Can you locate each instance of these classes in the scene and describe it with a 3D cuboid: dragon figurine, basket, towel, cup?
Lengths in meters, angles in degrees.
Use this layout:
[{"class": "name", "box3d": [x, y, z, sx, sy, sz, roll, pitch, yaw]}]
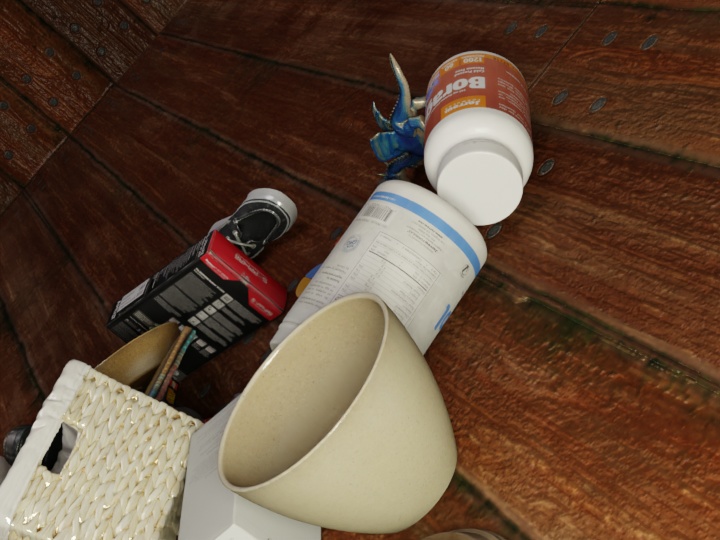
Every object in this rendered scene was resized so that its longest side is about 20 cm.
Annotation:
[{"class": "dragon figurine", "box3d": [0.042, -0.157, 1.587, 0.099, 0.200, 0.059, -10, 59, 23]}, {"class": "basket", "box3d": [-0.262, 0.235, 1.403, 0.200, 0.160, 0.199, 108, -177, -50]}, {"class": "towel", "box3d": [-0.244, 0.163, 1.579, 0.200, 0.022, 0.147, -51, 13, 50]}, {"class": "cup", "box3d": [-0.002, 0.141, 1.194, 0.200, 0.143, 0.201, -39, 23, 21]}]

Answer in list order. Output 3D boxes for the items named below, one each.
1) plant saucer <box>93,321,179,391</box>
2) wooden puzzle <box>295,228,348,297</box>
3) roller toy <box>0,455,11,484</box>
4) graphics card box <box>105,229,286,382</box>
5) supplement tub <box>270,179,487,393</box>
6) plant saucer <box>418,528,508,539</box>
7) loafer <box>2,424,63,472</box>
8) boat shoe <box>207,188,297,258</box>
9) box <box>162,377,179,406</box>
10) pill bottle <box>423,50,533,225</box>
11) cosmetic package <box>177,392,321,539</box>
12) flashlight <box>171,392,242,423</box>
[{"class": "plant saucer", "box3d": [-0.283, 0.138, 1.666, 0.200, 0.035, 0.200, -40, -8, -7]}, {"class": "wooden puzzle", "box3d": [0.000, 0.000, 1.545, 0.200, 0.046, 0.185, -53, 23, -9]}, {"class": "roller toy", "box3d": [-0.467, 0.326, 1.753, 0.182, 0.140, 0.200, -40, 23, 20]}, {"class": "graphics card box", "box3d": [-0.201, 0.046, 1.735, 0.200, 0.125, 0.051, -35, 28, 31]}, {"class": "supplement tub", "box3d": [0.020, 0.026, 1.356, 0.200, 0.132, 0.132, -55, 23, -15]}, {"class": "plant saucer", "box3d": [0.041, 0.273, 1.053, 0.200, 0.029, 0.200, -38, 24, 21]}, {"class": "loafer", "box3d": [-0.353, 0.208, 1.576, 0.072, 0.200, 0.073, 9, 74, 16]}, {"class": "boat shoe", "box3d": [-0.155, -0.047, 1.873, 0.200, 0.072, 0.068, -24, 30, 50]}, {"class": "box", "box3d": [-0.291, 0.224, 1.726, 0.137, 0.040, 0.200, -37, 25, 23]}, {"class": "pill bottle", "box3d": [0.121, -0.135, 1.454, 0.112, 0.112, 0.200, -38, 25, 25]}, {"class": "cosmetic package", "box3d": [-0.099, 0.218, 1.291, 0.081, 0.113, 0.200, -41, 25, 18]}, {"class": "flashlight", "box3d": [-0.161, 0.168, 1.544, 0.200, 0.068, 0.068, -23, 32, 49]}]
